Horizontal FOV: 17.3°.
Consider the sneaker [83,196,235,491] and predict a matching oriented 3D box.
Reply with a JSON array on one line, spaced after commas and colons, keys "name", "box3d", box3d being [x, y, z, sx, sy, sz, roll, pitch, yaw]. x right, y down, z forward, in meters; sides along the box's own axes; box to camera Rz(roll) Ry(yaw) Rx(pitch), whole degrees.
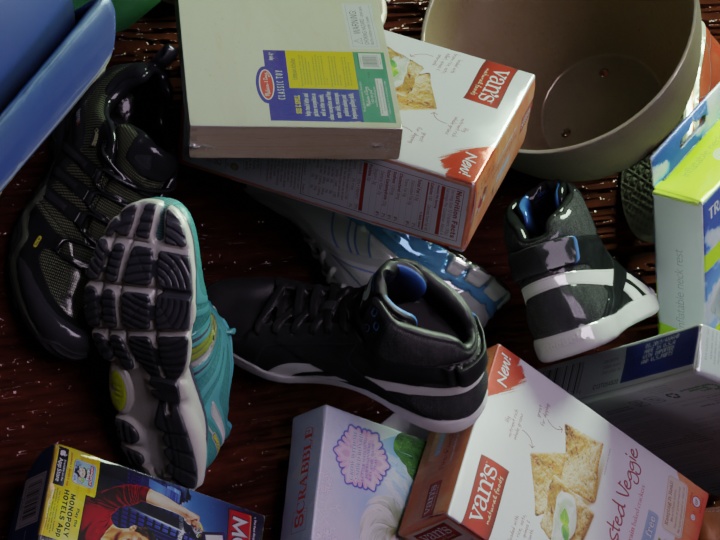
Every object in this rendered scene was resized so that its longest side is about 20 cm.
[{"name": "sneaker", "box3d": [-0.116, 0.040, 1.444, 0.080, 0.077, 0.201, -46, 142, -48]}]

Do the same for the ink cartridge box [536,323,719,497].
[{"name": "ink cartridge box", "box3d": [0.247, 0.102, 1.637, 0.199, 0.199, 0.041, 24, 67, -26]}]

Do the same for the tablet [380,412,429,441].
[{"name": "tablet", "box3d": [0.056, 0.152, 1.600, 0.200, 0.014, 0.131, -36, 96, -38]}]

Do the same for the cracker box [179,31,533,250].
[{"name": "cracker box", "box3d": [-0.001, -0.099, 1.535, 0.198, 0.058, 0.134, 18, 40, 11]}]

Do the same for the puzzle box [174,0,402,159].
[{"name": "puzzle box", "box3d": [-0.050, -0.139, 1.499, 0.132, 0.026, 0.201, 1, 40, -8]}]

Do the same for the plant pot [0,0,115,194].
[{"name": "plant pot", "box3d": [-0.269, -0.124, 1.355, 0.180, 0.199, 0.200, 49, 51, -18]}]

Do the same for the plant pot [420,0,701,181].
[{"name": "plant pot", "box3d": [0.156, -0.144, 1.693, 0.135, 0.199, 0.202, 51, 40, -58]}]

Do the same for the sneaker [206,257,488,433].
[{"name": "sneaker", "box3d": [-0.010, 0.023, 1.484, 0.198, 0.112, 0.073, 18, 55, 11]}]

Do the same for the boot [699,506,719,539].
[{"name": "boot", "box3d": [0.255, 0.244, 1.676, 0.199, 0.073, 0.156, -2, 75, -49]}]

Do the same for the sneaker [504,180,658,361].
[{"name": "sneaker", "box3d": [0.150, -0.010, 1.627, 0.200, 0.073, 0.113, -25, 98, -75]}]

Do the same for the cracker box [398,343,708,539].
[{"name": "cracker box", "box3d": [0.130, 0.159, 1.555, 0.199, 0.058, 0.135, 34, 54, -22]}]

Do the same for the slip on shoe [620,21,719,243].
[{"name": "slip on shoe", "box3d": [0.245, -0.104, 1.799, 0.061, 0.074, 0.201, 33, 52, -25]}]

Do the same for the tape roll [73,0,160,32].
[{"name": "tape roll", "box3d": [-0.194, -0.244, 1.489, 0.200, 0.048, 0.201, 41, 27, -26]}]

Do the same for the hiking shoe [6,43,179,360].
[{"name": "hiking shoe", "box3d": [-0.159, -0.046, 1.461, 0.075, 0.100, 0.202, 20, 62, -28]}]

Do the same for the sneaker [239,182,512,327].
[{"name": "sneaker", "box3d": [0.000, 0.000, 1.585, 0.199, 0.075, 0.087, 31, 90, -9]}]

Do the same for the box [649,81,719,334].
[{"name": "box", "box3d": [0.258, -0.024, 1.720, 0.122, 0.047, 0.201, -45, 141, -38]}]

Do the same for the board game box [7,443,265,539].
[{"name": "board game box", "box3d": [-0.126, 0.231, 1.408, 0.199, 0.062, 0.202, 24, 61, -28]}]

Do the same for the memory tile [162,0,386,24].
[{"name": "memory tile", "box3d": [-0.069, -0.243, 1.655, 0.199, 0.017, 0.155, 7, 69, -33]}]

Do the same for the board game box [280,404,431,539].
[{"name": "board game box", "box3d": [0.036, 0.211, 1.528, 0.198, 0.041, 0.202, 21, 61, -30]}]
